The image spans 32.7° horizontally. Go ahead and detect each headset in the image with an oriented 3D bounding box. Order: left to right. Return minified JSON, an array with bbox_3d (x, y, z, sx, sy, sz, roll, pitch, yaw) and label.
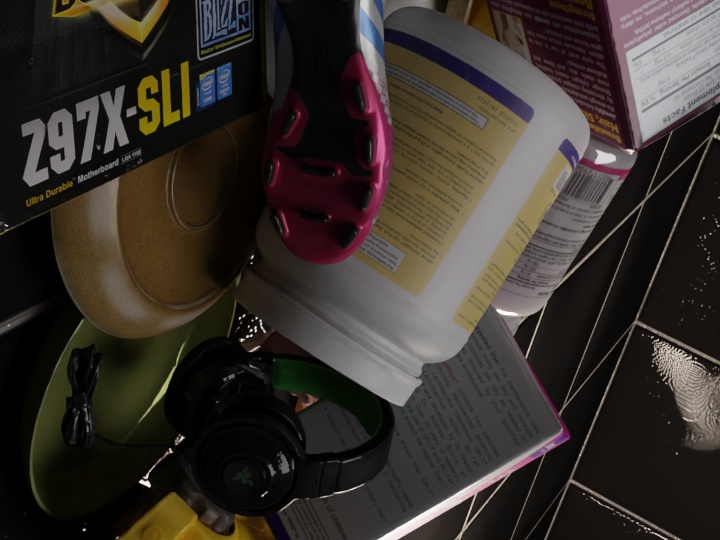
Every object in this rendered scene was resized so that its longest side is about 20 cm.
[{"bbox_3d":[-0.074,0.079,0.719,0.198,0.124,0.095,-2,117,-24],"label":"headset"}]

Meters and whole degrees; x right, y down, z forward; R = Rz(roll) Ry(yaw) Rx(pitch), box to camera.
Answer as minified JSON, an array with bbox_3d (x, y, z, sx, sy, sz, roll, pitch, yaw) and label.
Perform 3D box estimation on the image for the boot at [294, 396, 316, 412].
[{"bbox_3d":[0.052,0.094,1.127,0.200,0.155,0.073,-53,158,-26],"label":"boot"}]

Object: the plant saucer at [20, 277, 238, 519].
[{"bbox_3d":[-0.146,0.058,0.762,0.200,0.031,0.201,-52,157,-32],"label":"plant saucer"}]

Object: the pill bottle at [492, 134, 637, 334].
[{"bbox_3d":[0.116,-0.037,0.948,0.113,0.113,0.201,-24,147,-61],"label":"pill bottle"}]

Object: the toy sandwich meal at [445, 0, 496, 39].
[{"bbox_3d":[0.118,-0.220,0.968,0.205,0.070,0.207,21,90,-83],"label":"toy sandwich meal"}]

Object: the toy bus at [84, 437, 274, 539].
[{"bbox_3d":[-0.094,0.221,0.801,0.136,0.192,0.200,-43,178,3],"label":"toy bus"}]

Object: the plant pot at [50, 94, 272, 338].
[{"bbox_3d":[-0.096,-0.056,0.689,0.200,0.027,0.202,-40,137,-50],"label":"plant pot"}]

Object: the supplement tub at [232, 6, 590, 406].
[{"bbox_3d":[0.028,-0.037,0.731,0.201,0.145,0.145,-57,160,-1],"label":"supplement tub"}]

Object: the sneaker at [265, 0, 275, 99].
[{"bbox_3d":[-0.028,-0.205,0.694,0.116,0.073,0.201,-70,163,-55],"label":"sneaker"}]

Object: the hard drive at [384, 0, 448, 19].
[{"bbox_3d":[0.027,-0.188,0.897,0.132,0.027,0.201,-43,152,-44],"label":"hard drive"}]

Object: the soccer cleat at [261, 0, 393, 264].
[{"bbox_3d":[-0.011,-0.104,0.629,0.086,0.069,0.202,-57,150,-61],"label":"soccer cleat"}]

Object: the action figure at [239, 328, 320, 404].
[{"bbox_3d":[0.000,0.000,0.885,0.134,0.148,0.201,-38,145,-39],"label":"action figure"}]

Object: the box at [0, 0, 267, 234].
[{"bbox_3d":[-0.115,-0.125,0.534,0.200,0.049,0.161,-36,135,-52],"label":"box"}]

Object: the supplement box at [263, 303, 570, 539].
[{"bbox_3d":[0.031,0.117,0.832,0.199,0.104,0.101,-33,164,6],"label":"supplement box"}]

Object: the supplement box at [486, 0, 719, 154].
[{"bbox_3d":[0.144,-0.193,0.742,0.103,0.131,0.201,-30,124,-17],"label":"supplement box"}]
